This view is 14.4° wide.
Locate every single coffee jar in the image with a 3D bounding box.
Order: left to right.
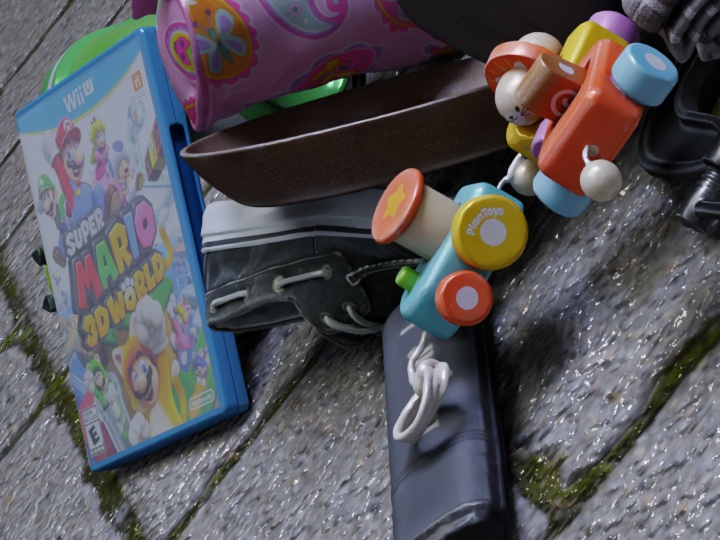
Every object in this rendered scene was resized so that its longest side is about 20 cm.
[{"bbox_3d":[0.083,-0.154,1.241,0.086,0.104,0.200,-66,-5,28],"label":"coffee jar"}]

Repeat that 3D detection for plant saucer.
[{"bbox_3d":[0.018,-0.065,1.286,0.199,0.035,0.200,-15,9,2],"label":"plant saucer"}]

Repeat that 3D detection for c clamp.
[{"bbox_3d":[0.176,-0.097,1.134,0.201,0.027,0.171,-58,15,-9],"label":"c clamp"}]

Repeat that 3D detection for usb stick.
[{"bbox_3d":[0.034,0.063,1.161,0.055,0.033,0.200,-43,21,20],"label":"usb stick"}]

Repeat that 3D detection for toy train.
[{"bbox_3d":[0.052,-0.034,1.103,0.200,0.055,0.150,-55,8,34],"label":"toy train"}]

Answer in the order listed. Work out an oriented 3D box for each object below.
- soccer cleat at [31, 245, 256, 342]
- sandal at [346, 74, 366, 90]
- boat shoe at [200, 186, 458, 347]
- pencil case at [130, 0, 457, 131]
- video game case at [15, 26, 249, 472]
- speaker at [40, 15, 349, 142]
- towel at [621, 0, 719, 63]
[{"bbox_3d":[-0.100,-0.001,1.532,0.081,0.068,0.200,-16,14,-34],"label":"soccer cleat"},{"bbox_3d":[-0.033,-0.110,1.558,0.079,0.059,0.207,-56,33,16],"label":"sandal"},{"bbox_3d":[0.000,0.000,1.307,0.199,0.072,0.071,-5,82,52],"label":"boat shoe"},{"bbox_3d":[-0.006,-0.132,1.373,0.199,0.088,0.087,-17,14,-14],"label":"pencil case"},{"bbox_3d":[-0.121,-0.008,1.470,0.143,0.018,0.201,-26,74,53],"label":"video game case"},{"bbox_3d":[-0.090,-0.100,1.501,0.200,0.088,0.089,-11,45,54],"label":"speaker"},{"bbox_3d":[0.169,-0.180,1.115,0.166,0.085,0.200,-49,16,27],"label":"towel"}]
